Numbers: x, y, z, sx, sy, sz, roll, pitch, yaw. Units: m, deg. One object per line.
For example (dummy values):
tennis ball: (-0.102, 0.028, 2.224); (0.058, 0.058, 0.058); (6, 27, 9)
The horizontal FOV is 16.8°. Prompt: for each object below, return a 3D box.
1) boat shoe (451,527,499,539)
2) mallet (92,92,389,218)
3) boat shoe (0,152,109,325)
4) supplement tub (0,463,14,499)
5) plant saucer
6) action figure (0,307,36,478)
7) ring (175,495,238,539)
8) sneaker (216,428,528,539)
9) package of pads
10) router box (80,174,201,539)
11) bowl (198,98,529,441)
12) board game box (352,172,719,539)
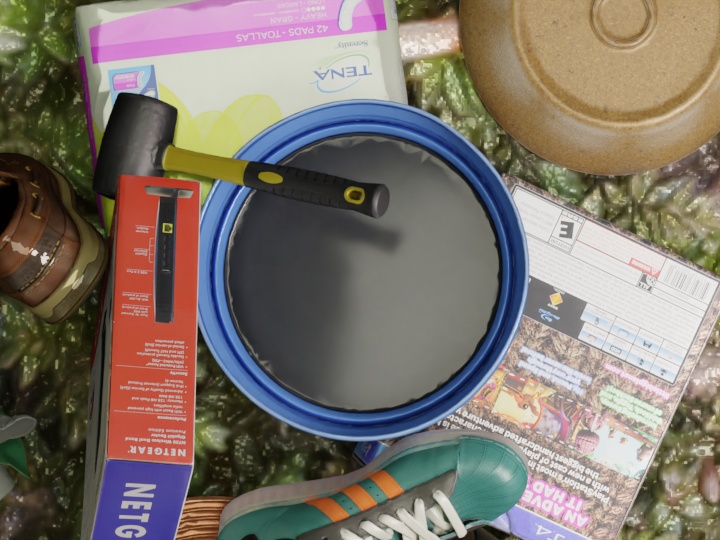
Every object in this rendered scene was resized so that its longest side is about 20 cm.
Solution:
boat shoe: (0.093, 0.202, 1.462); (0.200, 0.074, 0.076); (17, 79, 34)
mallet: (-0.068, -0.067, 1.405); (0.200, 0.041, 0.066); (4, 83, 32)
boat shoe: (-0.209, -0.035, 1.426); (0.068, 0.200, 0.072); (36, 92, -30)
supplement tub: (-0.314, 0.084, 1.453); (0.132, 0.132, 0.200); (-34, 94, -4)
plant saucer: (0.163, -0.161, 1.543); (0.200, 0.035, 0.201); (0, 91, -5)
action figure: (-0.247, 0.022, 1.447); (0.055, 0.200, 0.118); (-32, 138, 1)
ring: (-0.092, 0.238, 1.496); (0.200, 0.019, 0.201); (0, 92, -5)
sneaker: (0.005, 0.156, 1.424); (0.200, 0.080, 0.071); (-20, 122, 17)
package of pads: (-0.069, -0.096, 1.504); (0.199, 0.068, 0.155); (-8, 91, -5)
router box: (-0.128, 0.073, 1.404); (0.049, 0.200, 0.180); (5, 58, -9)
bowl: (0.000, 0.000, 1.442); (0.200, 0.039, 0.201); (0, 87, 5)
board game box: (0.110, 0.062, 1.511); (0.159, 0.097, 0.200); (26, 89, -5)
